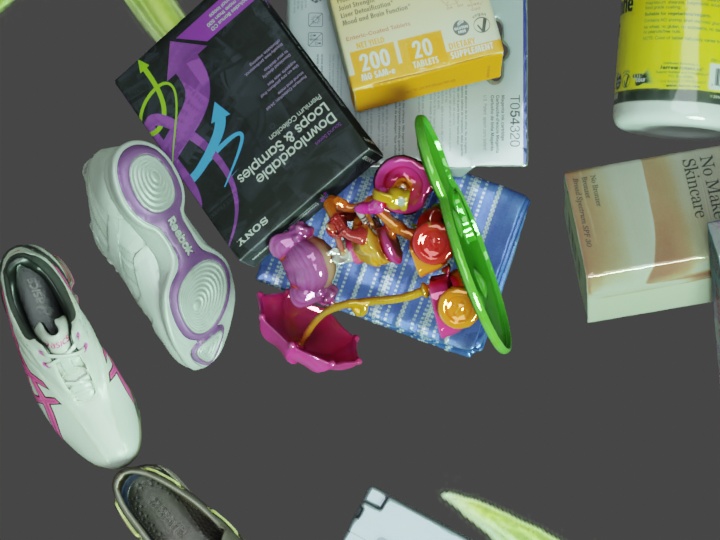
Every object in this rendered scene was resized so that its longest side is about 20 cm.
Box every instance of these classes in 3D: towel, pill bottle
[{"bbox_3d":[0.027,-0.026,1.734,0.200,0.024,0.145,19,87,3],"label":"towel"},{"bbox_3d":[0.266,-0.210,1.691,0.112,0.112,0.200,5,86,3],"label":"pill bottle"}]

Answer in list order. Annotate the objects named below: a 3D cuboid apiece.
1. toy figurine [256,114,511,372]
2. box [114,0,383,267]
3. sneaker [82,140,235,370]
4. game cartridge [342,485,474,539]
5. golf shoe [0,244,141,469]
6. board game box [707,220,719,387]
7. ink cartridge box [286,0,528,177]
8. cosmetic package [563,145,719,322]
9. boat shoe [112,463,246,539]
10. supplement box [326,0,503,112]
[{"bbox_3d":[0.000,0.000,1.656,0.184,0.150,0.200,-19,103,10],"label":"toy figurine"},{"bbox_3d":[-0.093,-0.123,1.699,0.143,0.036,0.200,-41,71,12],"label":"box"},{"bbox_3d":[-0.168,-0.014,1.725,0.075,0.100,0.200,-30,107,-34],"label":"sneaker"},{"bbox_3d":[0.019,0.294,1.711,0.133,0.042,0.200,29,88,-1],"label":"game cartridge"},{"bbox_3d":[-0.243,0.074,1.706,0.073,0.092,0.200,-28,87,-1],"label":"golf shoe"},{"bbox_3d":[0.377,0.021,1.642,0.200,0.200,0.041,-12,46,1],"label":"board game box"},{"bbox_3d":[0.038,-0.175,1.726,0.200,0.043,0.197,1,81,2],"label":"ink cartridge box"},{"bbox_3d":[0.269,-0.035,1.680,0.200,0.087,0.104,-11,63,1],"label":"cosmetic package"},{"bbox_3d":[-0.124,0.231,1.695,0.200,0.060,0.072,44,90,13],"label":"boat shoe"},{"bbox_3d":[0.031,-0.242,1.680,0.126,0.074,0.200,-15,79,0],"label":"supplement box"}]
